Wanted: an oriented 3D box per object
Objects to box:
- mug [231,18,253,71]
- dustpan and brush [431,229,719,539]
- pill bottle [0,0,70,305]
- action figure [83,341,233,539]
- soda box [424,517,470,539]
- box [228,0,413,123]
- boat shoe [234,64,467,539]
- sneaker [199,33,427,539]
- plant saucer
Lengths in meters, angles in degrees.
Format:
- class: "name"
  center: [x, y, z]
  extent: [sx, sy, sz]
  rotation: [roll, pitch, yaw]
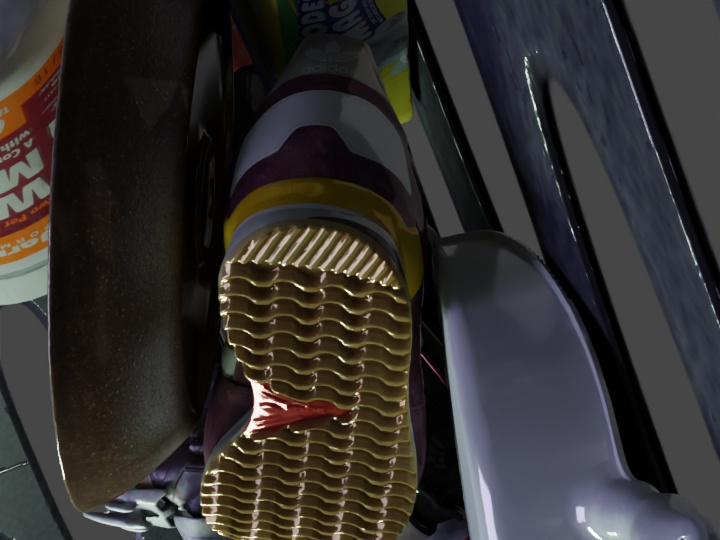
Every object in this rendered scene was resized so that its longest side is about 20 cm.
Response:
- class: "mug"
  center: [-0.068, -0.086, 1.094]
  extent: [0.200, 0.177, 0.134]
  rotation: [87, -164, -60]
- class: "dustpan and brush"
  center: [0.060, 0.063, 0.736]
  extent: [0.200, 0.057, 0.140]
  rotation: [-100, 1, -84]
- class: "pill bottle"
  center: [-0.133, -0.062, 0.870]
  extent: [0.200, 0.109, 0.110]
  rotation: [85, 161, -70]
- class: "action figure"
  center: [-0.056, 0.050, 1.178]
  extent: [0.069, 0.130, 0.201]
  rotation: [81, -167, -64]
- class: "soda box"
  center: [0.029, 0.138, 0.906]
  extent: [0.063, 0.068, 0.200]
  rotation: [53, -167, -18]
- class: "box"
  center: [-0.027, -0.124, 0.798]
  extent: [0.200, 0.048, 0.118]
  rotation: [88, 158, -68]
- class: "boat shoe"
  center: [0.001, 0.001, 0.949]
  extent: [0.074, 0.063, 0.202]
  rotation: [39, -159, -57]
- class: "sneaker"
  center: [-0.010, 0.014, 0.831]
  extent: [0.200, 0.075, 0.090]
  rotation: [101, 178, -55]
- class: "plant saucer"
  center: [-0.065, -0.023, 0.838]
  extent: [0.200, 0.037, 0.201]
  rotation: [3, -90, -88]
